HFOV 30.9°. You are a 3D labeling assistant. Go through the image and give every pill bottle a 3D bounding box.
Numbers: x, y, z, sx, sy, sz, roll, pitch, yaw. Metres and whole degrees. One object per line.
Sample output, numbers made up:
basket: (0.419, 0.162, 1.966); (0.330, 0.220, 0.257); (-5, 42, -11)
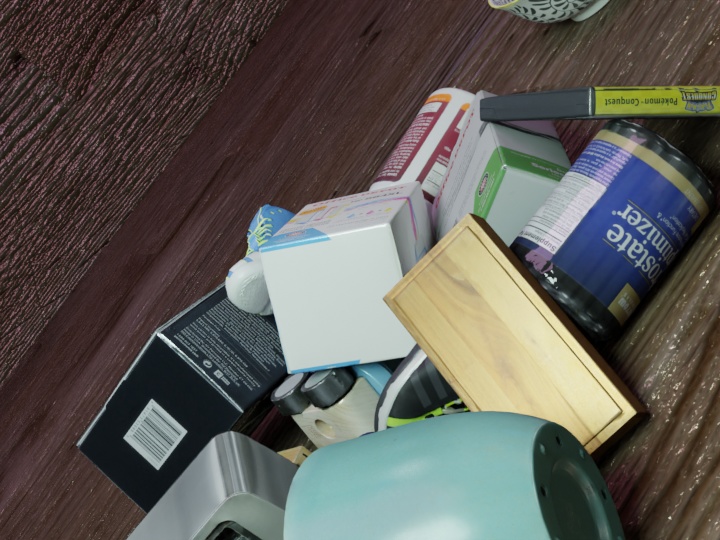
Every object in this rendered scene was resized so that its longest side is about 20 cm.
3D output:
pill bottle: (0.078, -0.091, 1.433); (0.200, 0.114, 0.114); (-57, 20, -20)
pill bottle: (0.185, -0.013, 1.053); (0.200, 0.112, 0.112); (-52, 19, -3)

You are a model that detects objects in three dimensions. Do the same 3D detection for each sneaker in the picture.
sneaker: (-0.098, -0.015, 1.360); (0.200, 0.105, 0.076); (-8, -46, -60)
sneaker: (0.083, 0.097, 1.139); (0.083, 0.072, 0.201); (42, 114, 35)

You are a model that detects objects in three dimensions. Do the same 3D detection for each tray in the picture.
tray: (0.113, 0.063, 0.987); (0.099, 0.200, 0.037); (-45, -24, 15)

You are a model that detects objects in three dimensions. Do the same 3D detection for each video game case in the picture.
video game case: (0.228, -0.144, 1.137); (0.200, 0.180, 0.026); (-168, 75, -69)

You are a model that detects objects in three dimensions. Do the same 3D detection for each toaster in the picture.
toaster: (-0.088, 0.249, 1.088); (0.200, 0.181, 0.119); (-49, 22, 7)

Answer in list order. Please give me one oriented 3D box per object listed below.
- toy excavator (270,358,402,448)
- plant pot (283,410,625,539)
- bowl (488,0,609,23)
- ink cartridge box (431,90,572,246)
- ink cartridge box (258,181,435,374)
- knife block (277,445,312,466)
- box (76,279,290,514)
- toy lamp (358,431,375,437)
toy excavator: (0.004, 0.101, 1.313); (0.200, 0.100, 0.194); (-46, 13, -31)
plant pot: (0.075, 0.183, 0.837); (0.161, 0.201, 0.201); (-25, 29, 26)
bowl: (0.256, -0.362, 1.559); (0.201, 0.094, 0.201); (-44, 20, 20)
ink cartridge box: (0.133, -0.064, 1.236); (0.200, 0.084, 0.147); (-91, 20, -62)
ink cartridge box: (0.000, 0.000, 1.251); (0.128, 0.126, 0.200); (-10, 14, 14)
knife block: (-0.109, 0.231, 1.335); (0.200, 0.064, 0.176); (-47, 20, 11)
box: (-0.162, 0.124, 1.373); (0.200, 0.124, 0.197); (-51, -5, 34)
toy lamp: (0.064, 0.165, 1.061); (0.200, 0.058, 0.058); (2, 54, 57)
